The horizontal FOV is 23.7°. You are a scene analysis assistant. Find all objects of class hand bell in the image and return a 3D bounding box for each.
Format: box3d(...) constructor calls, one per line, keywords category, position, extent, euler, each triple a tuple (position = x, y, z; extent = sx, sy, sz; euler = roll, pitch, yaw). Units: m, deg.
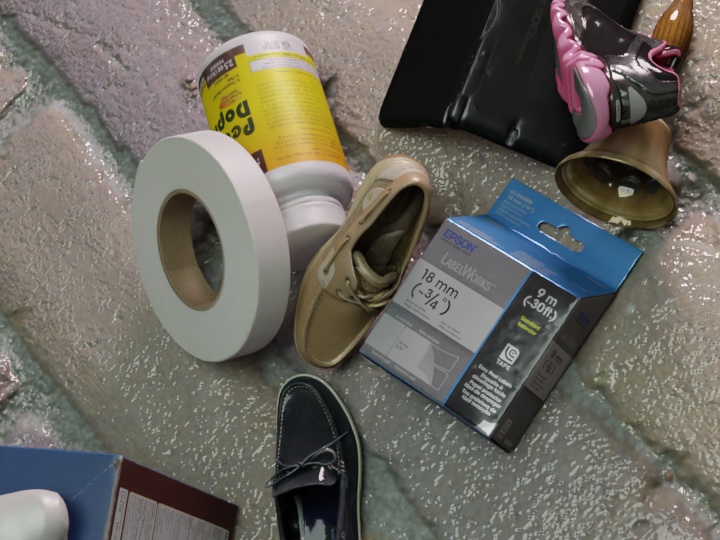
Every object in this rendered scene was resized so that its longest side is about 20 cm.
box3d(category="hand bell", position=(0.242, -0.145, 1.419), extent=(0.104, 0.104, 0.200), euler=(11, 63, 27))

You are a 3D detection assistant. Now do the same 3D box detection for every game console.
box3d(category="game console", position=(0.133, -0.198, 1.513), extent=(0.175, 0.116, 0.201), euler=(22, 80, -1))

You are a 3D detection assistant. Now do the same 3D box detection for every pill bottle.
box3d(category="pill bottle", position=(-0.072, -0.104, 1.518), extent=(0.109, 0.109, 0.201), euler=(-25, 63, 14))

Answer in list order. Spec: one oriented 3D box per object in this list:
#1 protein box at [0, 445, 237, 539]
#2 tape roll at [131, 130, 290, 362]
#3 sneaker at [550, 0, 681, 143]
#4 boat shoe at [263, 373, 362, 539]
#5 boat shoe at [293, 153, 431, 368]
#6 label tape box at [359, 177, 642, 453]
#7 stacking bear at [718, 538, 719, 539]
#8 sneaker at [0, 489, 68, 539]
box3d(category="protein box", position=(-0.240, 0.232, 1.416), extent=(0.198, 0.200, 0.135), euler=(1, 72, 25))
box3d(category="tape roll", position=(-0.133, -0.021, 1.488), extent=(0.203, 0.037, 0.204), euler=(23, 119, 47))
box3d(category="sneaker", position=(0.205, -0.166, 1.369), extent=(0.095, 0.079, 0.200), euler=(-11, 32, 2))
box3d(category="boat shoe", position=(-0.039, 0.176, 1.427), extent=(0.074, 0.062, 0.201), euler=(-17, 64, 20))
box3d(category="boat shoe", position=(0.000, 0.000, 1.435), extent=(0.065, 0.071, 0.201), euler=(-112, 43, -66))
box3d(category="label tape box", position=(0.114, 0.025, 1.411), extent=(0.144, 0.063, 0.200), euler=(32, 87, 30))
box3d(category="stacking bear", position=(0.325, 0.211, 1.225), extent=(0.200, 0.114, 0.122), euler=(-35, 61, 4))
box3d(category="sneaker", position=(-0.314, 0.215, 1.294), extent=(0.199, 0.080, 0.077), euler=(-23, 62, 14))
